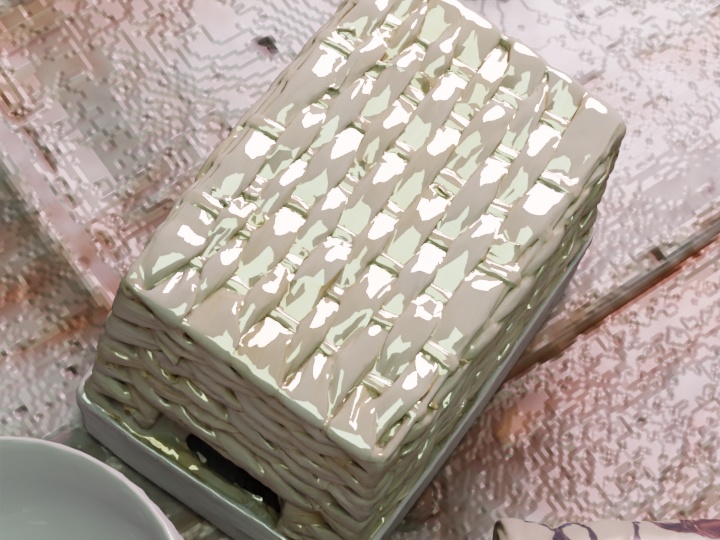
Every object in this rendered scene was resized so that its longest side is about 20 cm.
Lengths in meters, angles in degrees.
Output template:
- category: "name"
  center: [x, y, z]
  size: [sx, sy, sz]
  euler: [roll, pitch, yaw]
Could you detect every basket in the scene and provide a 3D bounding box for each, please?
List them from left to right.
- category: "basket"
  center: [0.000, 0.000, 0.967]
  size: [0.135, 0.124, 0.200]
  euler: [34, 64, 6]

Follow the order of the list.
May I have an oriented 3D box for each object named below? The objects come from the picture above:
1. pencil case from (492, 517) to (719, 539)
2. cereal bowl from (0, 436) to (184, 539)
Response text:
- category: "pencil case"
  center: [0.137, 0.139, 0.957]
  size: [0.198, 0.078, 0.090]
  euler: [2, 45, -11]
- category: "cereal bowl"
  center: [-0.131, 0.164, 0.866]
  size: [0.199, 0.083, 0.201]
  euler: [-10, 57, 16]
